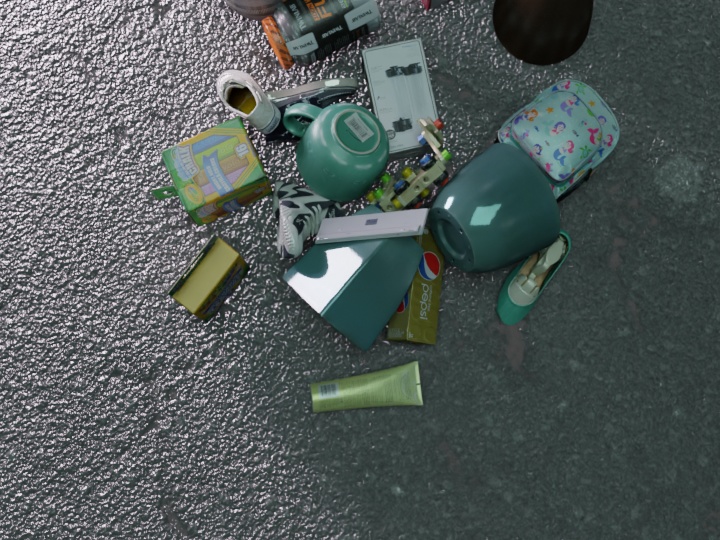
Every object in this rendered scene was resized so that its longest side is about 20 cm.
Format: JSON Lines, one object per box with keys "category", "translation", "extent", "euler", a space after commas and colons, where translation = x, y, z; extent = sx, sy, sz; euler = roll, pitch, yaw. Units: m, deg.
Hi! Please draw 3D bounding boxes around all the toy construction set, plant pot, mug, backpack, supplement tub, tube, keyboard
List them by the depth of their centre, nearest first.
{"category": "keyboard", "translation": [0.017, -0.074, 1.591], "extent": [0.197, 0.011, 0.057], "euler": [-4, 43, 26]}
{"category": "plant pot", "translation": [0.214, -0.091, 1.632], "extent": [0.160, 0.201, 0.202], "euler": [-31, 82, -20]}
{"category": "plant pot", "translation": [0.000, 0.000, 1.634], "extent": [0.201, 0.141, 0.141], "euler": [-50, 43, -1]}
{"category": "mug", "translation": [-0.040, -0.215, 1.665], "extent": [0.182, 0.114, 0.154], "euler": [7, 65, -21]}
{"category": "toy construction set", "translation": [0.094, -0.167, 1.669], "extent": [0.091, 0.131, 0.201], "euler": [31, 106, -10]}
{"category": "tube", "translation": [0.010, 0.213, 1.688], "extent": [0.197, 0.059, 0.052], "euler": [-8, 39, -4]}
{"category": "backpack", "translation": [0.356, -0.236, 1.703], "extent": [0.199, 0.151, 0.178], "euler": [-36, 82, -9]}
{"category": "plant pot", "translation": [0.339, -0.492, 1.708], "extent": [0.184, 0.200, 0.190], "euler": [0, 81, 1]}
{"category": "supplement tub", "translation": [-0.072, -0.455, 1.745], "extent": [0.198, 0.123, 0.124], "euler": [-28, 82, -4]}

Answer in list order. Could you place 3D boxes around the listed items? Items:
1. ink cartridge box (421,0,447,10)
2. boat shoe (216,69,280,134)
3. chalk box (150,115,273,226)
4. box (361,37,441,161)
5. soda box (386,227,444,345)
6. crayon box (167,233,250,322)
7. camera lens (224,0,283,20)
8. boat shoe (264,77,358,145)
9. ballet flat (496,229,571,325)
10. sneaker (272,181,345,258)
{"category": "ink cartridge box", "translation": [0.115, -0.606, 1.753], "extent": [0.083, 0.145, 0.202], "euler": [-26, 82, -3]}
{"category": "boat shoe", "translation": [-0.215, -0.313, 1.705], "extent": [0.071, 0.070, 0.200], "euler": [-49, 47, 10]}
{"category": "chalk box", "translation": [-0.273, -0.164, 1.704], "extent": [0.198, 0.124, 0.125], "euler": [-26, 82, -2]}
{"category": "box", "translation": [0.076, -0.312, 1.754], "extent": [0.115, 0.060, 0.203], "euler": [-13, 82, -1]}
{"category": "soda box", "translation": [0.100, 0.028, 1.691], "extent": [0.067, 0.064, 0.204], "euler": [12, 81, -33]}
{"category": "crayon box", "translation": [-0.255, 0.018, 1.638], "extent": [0.051, 0.200, 0.126], "euler": [37, 84, 5]}
{"category": "camera lens", "translation": [-0.193, -0.559, 1.718], "extent": [0.157, 0.200, 0.163], "euler": [-1, 79, 3]}
{"category": "boat shoe", "translation": [-0.095, -0.289, 1.753], "extent": [0.197, 0.075, 0.094], "euler": [-11, 88, 7]}
{"category": "ballet flat", "translation": [0.307, 0.006, 1.701], "extent": [0.067, 0.070, 0.201], "euler": [35, 84, 5]}
{"category": "sneaker", "translation": [-0.084, -0.088, 1.679], "extent": [0.127, 0.200, 0.081], "euler": [1, 117, -11]}
